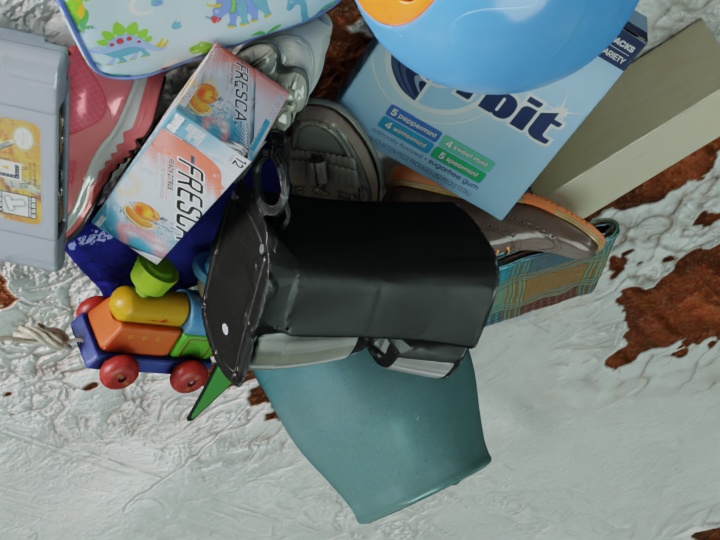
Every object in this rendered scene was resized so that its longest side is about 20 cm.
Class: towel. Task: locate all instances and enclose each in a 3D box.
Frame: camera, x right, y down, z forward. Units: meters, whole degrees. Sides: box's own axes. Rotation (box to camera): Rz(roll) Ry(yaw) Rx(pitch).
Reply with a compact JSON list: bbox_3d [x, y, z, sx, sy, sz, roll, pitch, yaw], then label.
[{"bbox_3d":[-0.145,-0.038,1.154,0.199,0.050,0.148,-20,152,-1],"label":"towel"},{"bbox_3d":[0.172,0.008,1.306,0.146,0.022,0.200,-18,162,-2],"label":"towel"}]

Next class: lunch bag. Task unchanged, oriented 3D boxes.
[{"bbox_3d":[-0.110,-0.223,0.889,0.199,0.083,0.161,-19,146,-1],"label":"lunch bag"}]

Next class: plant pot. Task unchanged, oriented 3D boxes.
[{"bbox_3d":[0.021,0.117,1.219,0.199,0.189,0.200,-25,174,-3],"label":"plant pot"}]

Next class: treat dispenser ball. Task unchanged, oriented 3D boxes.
[{"bbox_3d":[0.087,-0.214,0.863,0.200,0.202,0.201,-13,144,-10],"label":"treat dispenser ball"}]

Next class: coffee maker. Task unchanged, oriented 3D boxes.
[{"bbox_3d":[0.000,0.000,1.029,0.199,0.135,0.192,1,147,-27],"label":"coffee maker"}]

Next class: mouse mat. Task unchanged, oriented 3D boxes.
[{"bbox_3d":[-0.085,0.042,1.235,0.161,0.008,0.200,-43,167,-48],"label":"mouse mat"}]

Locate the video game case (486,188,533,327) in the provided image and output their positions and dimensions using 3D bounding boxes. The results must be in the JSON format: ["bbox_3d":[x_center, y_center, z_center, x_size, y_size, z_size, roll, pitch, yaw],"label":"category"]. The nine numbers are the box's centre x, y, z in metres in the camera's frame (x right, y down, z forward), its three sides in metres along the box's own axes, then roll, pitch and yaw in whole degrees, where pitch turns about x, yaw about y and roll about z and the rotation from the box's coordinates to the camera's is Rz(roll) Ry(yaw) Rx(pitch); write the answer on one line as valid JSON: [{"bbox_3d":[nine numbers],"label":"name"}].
[{"bbox_3d":[0.100,0.000,1.344,0.181,0.022,0.200,-11,145,-13],"label":"video game case"}]

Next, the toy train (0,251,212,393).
[{"bbox_3d":[-0.193,0.031,1.113,0.199,0.085,0.116,8,130,-41],"label":"toy train"}]

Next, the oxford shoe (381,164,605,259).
[{"bbox_3d":[0.113,-0.031,1.185,0.199,0.073,0.071,14,163,10],"label":"oxford shoe"}]

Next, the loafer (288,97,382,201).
[{"bbox_3d":[-0.021,-0.053,1.111,0.072,0.063,0.200,12,147,18],"label":"loafer"}]

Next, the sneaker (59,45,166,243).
[{"bbox_3d":[-0.225,-0.098,1.028,0.087,0.074,0.200,28,129,-20],"label":"sneaker"}]

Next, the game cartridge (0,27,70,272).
[{"bbox_3d":[-0.277,-0.088,0.975,0.132,0.042,0.201,9,132,-3],"label":"game cartridge"}]

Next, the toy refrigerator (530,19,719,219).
[{"bbox_3d":[0.242,-0.126,1.199,0.200,0.076,0.070,-33,143,16],"label":"toy refrigerator"}]

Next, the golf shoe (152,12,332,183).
[{"bbox_3d":[-0.085,-0.131,1.032,0.078,0.097,0.200,46,142,-16],"label":"golf shoe"}]

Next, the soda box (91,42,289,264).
[{"bbox_3d":[-0.127,-0.079,0.978,0.063,0.069,0.200,33,148,-12],"label":"soda box"}]

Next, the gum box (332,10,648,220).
[{"bbox_3d":[0.095,-0.155,1.051,0.169,0.045,0.200,28,129,-11],"label":"gum box"}]
